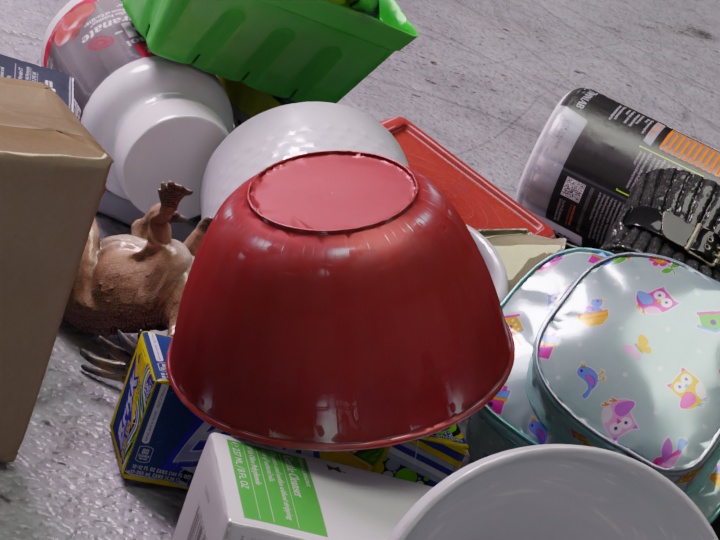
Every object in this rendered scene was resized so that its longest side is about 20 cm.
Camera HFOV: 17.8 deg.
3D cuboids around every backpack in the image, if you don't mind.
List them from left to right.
[{"bbox_3d":[0.166,0.079,1.466,0.200,0.154,0.176,24,61,26],"label":"backpack"}]

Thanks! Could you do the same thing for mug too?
[{"bbox_3d":[0.000,0.000,1.514,0.199,0.148,0.176,4,37,-14],"label":"mug"}]

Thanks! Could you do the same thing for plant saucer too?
[{"bbox_3d":[0.059,-0.049,1.774,0.200,0.037,0.200,37,22,9],"label":"plant saucer"}]

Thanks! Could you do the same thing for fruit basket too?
[{"bbox_3d":[-0.046,-0.226,1.592,0.215,0.216,0.156,6,33,-33],"label":"fruit basket"}]

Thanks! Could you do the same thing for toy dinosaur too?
[{"bbox_3d":[-0.149,0.016,1.451,0.200,0.136,0.086,11,-14,47],"label":"toy dinosaur"}]

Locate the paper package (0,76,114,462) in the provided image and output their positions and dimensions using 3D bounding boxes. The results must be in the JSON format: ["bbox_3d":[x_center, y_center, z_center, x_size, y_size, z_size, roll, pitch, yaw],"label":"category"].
[{"bbox_3d":[-0.255,-0.008,1.244,0.190,0.201,0.104,7,26,-31],"label":"paper package"}]

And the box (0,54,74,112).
[{"bbox_3d":[-0.290,-0.063,1.404,0.199,0.149,0.107,16,23,-15],"label":"box"}]

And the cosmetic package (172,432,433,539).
[{"bbox_3d":[0.005,0.167,1.240,0.199,0.085,0.108,14,19,-16],"label":"cosmetic package"}]

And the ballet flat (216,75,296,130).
[{"bbox_3d":[-0.047,-0.093,1.679,0.200,0.067,0.067,38,7,9],"label":"ballet flat"}]

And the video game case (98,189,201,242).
[{"bbox_3d":[-0.150,-0.073,1.716,0.199,0.022,0.182,24,23,3],"label":"video game case"}]

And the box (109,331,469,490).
[{"bbox_3d":[-0.043,0.098,1.368,0.199,0.070,0.064,13,22,-21],"label":"box"}]

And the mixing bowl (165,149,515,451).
[{"bbox_3d":[-0.013,0.001,1.291,0.199,0.109,0.200,-2,29,1],"label":"mixing bowl"}]

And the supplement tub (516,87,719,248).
[{"bbox_3d":[0.240,-0.058,1.902,0.200,0.123,0.123,28,23,13],"label":"supplement tub"}]

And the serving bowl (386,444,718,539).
[{"bbox_3d":[0.088,0.182,1.166,0.199,0.201,0.066,15,1,-15],"label":"serving bowl"}]

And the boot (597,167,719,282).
[{"bbox_3d":[0.253,0.028,1.610,0.211,0.079,0.158,42,43,3],"label":"boot"}]

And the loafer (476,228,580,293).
[{"bbox_3d":[0.118,0.004,1.654,0.199,0.076,0.068,4,-16,-36],"label":"loafer"}]

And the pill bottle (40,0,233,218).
[{"bbox_3d":[-0.154,-0.117,1.638,0.110,0.111,0.200,10,25,-27],"label":"pill bottle"}]
